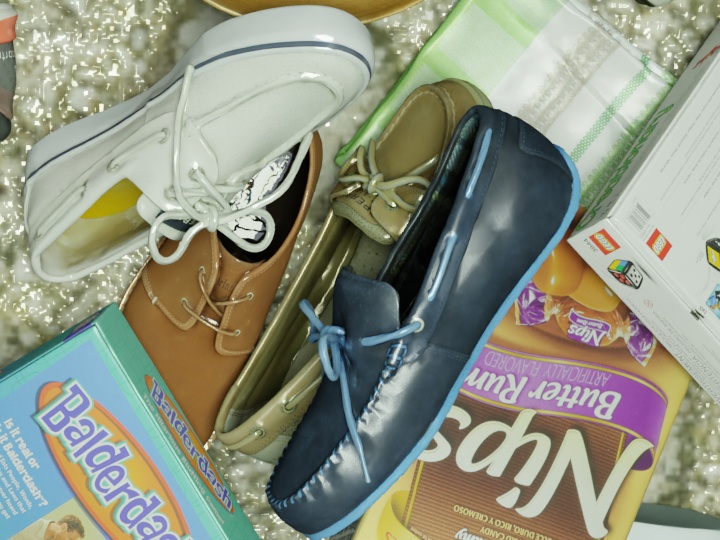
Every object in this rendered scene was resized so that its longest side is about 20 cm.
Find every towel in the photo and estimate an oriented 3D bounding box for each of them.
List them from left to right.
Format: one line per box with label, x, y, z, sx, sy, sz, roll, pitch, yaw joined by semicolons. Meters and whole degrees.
towel;0.106;-0.047;0.843;0.199;0.031;0.150;39;87;-9

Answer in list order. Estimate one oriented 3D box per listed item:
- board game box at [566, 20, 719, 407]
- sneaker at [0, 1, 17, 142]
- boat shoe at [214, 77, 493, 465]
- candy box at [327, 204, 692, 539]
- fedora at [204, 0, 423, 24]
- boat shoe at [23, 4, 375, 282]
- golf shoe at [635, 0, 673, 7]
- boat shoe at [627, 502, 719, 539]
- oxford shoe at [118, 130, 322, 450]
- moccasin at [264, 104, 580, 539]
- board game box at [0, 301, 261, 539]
board game box;0.192;-0.036;0.804;0.126;0.035;0.200;46;54;-9
sneaker;-0.252;-0.075;0.765;0.197;0.077;0.083;-8;102;-7
boat shoe;-0.002;0.000;0.786;0.063;0.073;0.202;21;102;-39
candy box;0.078;0.071;0.777;0.116;0.056;0.202;29;70;-7
fedora;-0.012;-0.199;0.687;0.198;0.082;0.204;-1;94;-8
boat shoe;-0.076;-0.041;0.738;0.200;0.074;0.087;-21;55;30
golf shoe;0.113;-0.217;0.812;0.097;0.078;0.200;-44;98;3
boat shoe;0.087;0.158;0.833;0.198;0.071;0.092;9;93;-9
oxford shoe;-0.074;0.013;0.800;0.071;0.071;0.202;21;92;-11
moccasin;0.013;0.017;0.728;0.068;0.080;0.201;37;80;-27
board game box;-0.160;0.131;0.784;0.199;0.045;0.153;-29;98;10
